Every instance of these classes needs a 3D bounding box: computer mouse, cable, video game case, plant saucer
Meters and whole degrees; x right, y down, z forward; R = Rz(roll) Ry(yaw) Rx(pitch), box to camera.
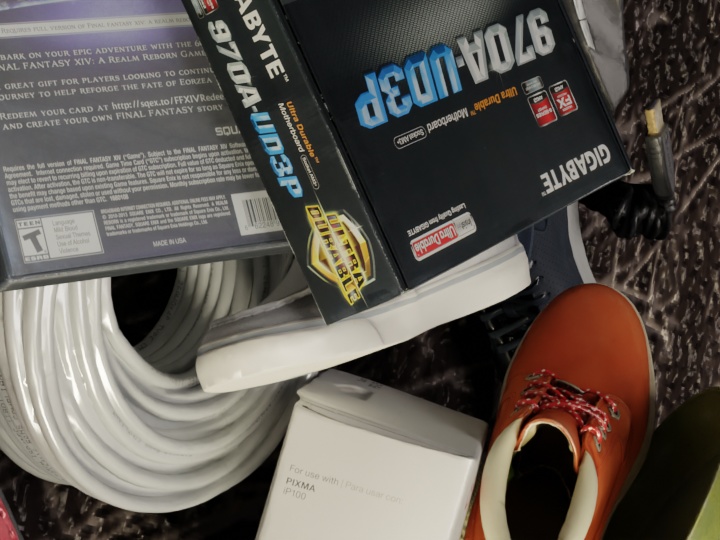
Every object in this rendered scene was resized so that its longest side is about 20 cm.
[{"bbox_3d":[0.119,-0.110,1.141,0.046,0.140,0.200,-10,111,-11],"label":"computer mouse"},{"bbox_3d":[-0.089,0.000,0.923,0.200,0.069,0.200,-37,124,-43],"label":"cable"},{"bbox_3d":[-0.100,-0.097,0.853,0.143,0.019,0.200,-8,79,-36],"label":"video game case"},{"bbox_3d":[0.124,0.145,0.994,0.031,0.200,0.200,33,61,-3],"label":"plant saucer"}]

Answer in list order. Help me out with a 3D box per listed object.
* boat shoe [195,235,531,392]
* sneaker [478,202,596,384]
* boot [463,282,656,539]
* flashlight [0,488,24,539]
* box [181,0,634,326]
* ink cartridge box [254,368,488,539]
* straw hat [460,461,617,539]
[{"bbox_3d":[0.000,0.000,0.931,0.200,0.072,0.069,-20,90,-42],"label":"boat shoe"},{"bbox_3d":[0.068,0.017,1.105,0.146,0.077,0.203,-29,108,-58],"label":"sneaker"},{"bbox_3d":[0.093,0.073,0.981,0.107,0.075,0.200,92,14,-55],"label":"boot"},{"bbox_3d":[-0.161,0.085,0.843,0.068,0.068,0.200,-44,126,-40],"label":"flashlight"},{"bbox_3d":[0.023,-0.083,0.914,0.200,0.046,0.159,-26,93,-52],"label":"box"},{"bbox_3d":[-0.010,0.154,0.955,0.147,0.083,0.200,-21,128,-84],"label":"ink cartridge box"},{"bbox_3d":[0.048,0.144,1.091,0.085,0.201,0.201,33,60,0],"label":"straw hat"}]
